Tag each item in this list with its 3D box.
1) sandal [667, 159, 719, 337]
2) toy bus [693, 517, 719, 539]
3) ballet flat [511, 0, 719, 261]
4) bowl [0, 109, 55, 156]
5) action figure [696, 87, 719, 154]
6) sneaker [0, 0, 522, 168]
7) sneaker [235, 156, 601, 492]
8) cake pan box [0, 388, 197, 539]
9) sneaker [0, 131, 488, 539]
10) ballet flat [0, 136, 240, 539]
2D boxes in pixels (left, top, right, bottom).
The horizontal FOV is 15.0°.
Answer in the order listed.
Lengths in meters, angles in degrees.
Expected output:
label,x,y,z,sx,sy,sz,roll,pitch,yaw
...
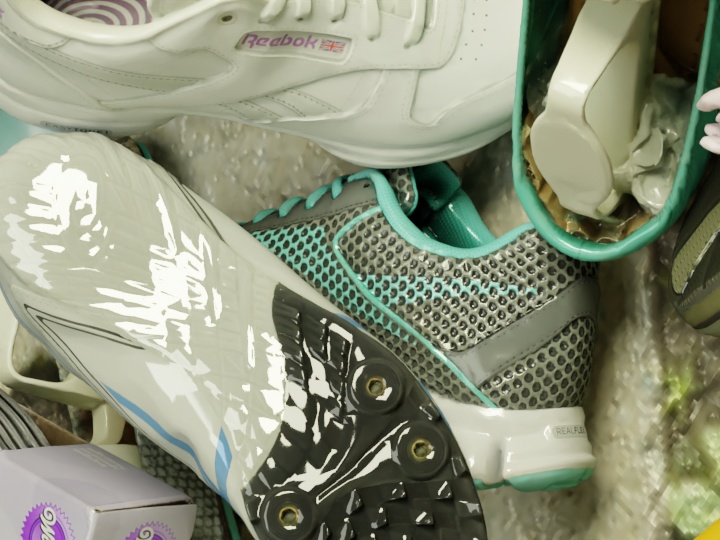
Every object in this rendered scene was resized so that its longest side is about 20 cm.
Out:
label,x,y,z,sx,sy,sz,roll,pitch,yaw
sandal,0.161,-0.037,0.724,0.057,0.080,0.201,37,138,-13
toy bus,0.096,0.120,0.744,0.200,0.078,0.065,-41,61,8
ballet flat,0.073,-0.079,0.744,0.067,0.071,0.201,13,136,14
bowl,-0.207,-0.068,1.012,0.201,0.200,0.105,-58,34,28
action figure,0.149,-0.098,0.666,0.148,0.134,0.201,7,56,25
sneaker,-0.020,-0.077,0.812,0.100,0.198,0.075,106,160,-73
sneaker,0.000,0.000,0.878,0.199,0.077,0.092,20,102,33
cake pan box,-0.148,0.131,0.941,0.184,0.052,0.201,25,108,38
sneaker,-0.034,0.034,0.827,0.072,0.073,0.200,-45,74,-5
ballet flat,-0.093,0.050,0.966,0.072,0.072,0.202,-22,77,42
